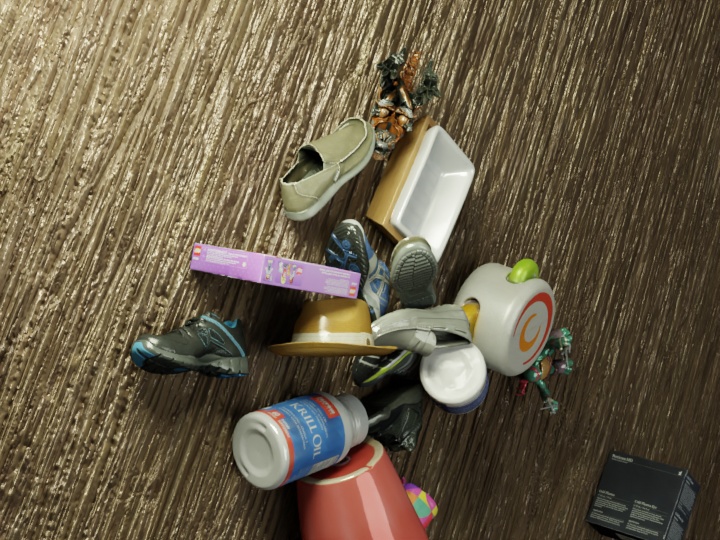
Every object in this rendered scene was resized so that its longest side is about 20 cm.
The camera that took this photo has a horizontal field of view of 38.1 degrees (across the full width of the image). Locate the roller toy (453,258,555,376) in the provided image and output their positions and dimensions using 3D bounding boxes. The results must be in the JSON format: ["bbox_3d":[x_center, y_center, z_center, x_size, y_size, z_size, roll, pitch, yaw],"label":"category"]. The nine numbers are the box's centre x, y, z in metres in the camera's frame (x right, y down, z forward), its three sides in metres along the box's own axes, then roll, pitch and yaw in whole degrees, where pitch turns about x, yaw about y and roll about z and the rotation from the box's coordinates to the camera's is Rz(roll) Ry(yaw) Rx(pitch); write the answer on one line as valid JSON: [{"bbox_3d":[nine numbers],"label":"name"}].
[{"bbox_3d":[0.249,0.087,1.879,0.201,0.139,0.183,-52,142,-22],"label":"roller toy"}]

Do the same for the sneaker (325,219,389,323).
[{"bbox_3d":[0.000,0.000,1.620,0.077,0.075,0.202,-50,142,-40],"label":"sneaker"}]

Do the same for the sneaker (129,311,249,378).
[{"bbox_3d":[-0.226,0.095,1.373,0.199,0.073,0.083,15,70,-56],"label":"sneaker"}]

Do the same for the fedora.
[{"bbox_3d":[-0.040,0.083,1.503,0.200,0.199,0.083,7,80,-50],"label":"fedora"}]

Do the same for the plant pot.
[{"bbox_3d":[-0.010,0.368,1.599,0.200,0.199,0.179,-29,110,-43],"label":"plant pot"}]

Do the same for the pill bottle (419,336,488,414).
[{"bbox_3d":[0.162,0.184,1.775,0.200,0.110,0.112,59,49,-73],"label":"pill bottle"}]

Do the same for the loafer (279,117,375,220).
[{"bbox_3d":[-0.048,-0.160,1.517,0.201,0.075,0.070,-54,138,-28],"label":"loafer"}]

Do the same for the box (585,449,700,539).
[{"bbox_3d":[0.655,0.539,2.417,0.104,0.199,0.184,43,66,-44],"label":"box"}]

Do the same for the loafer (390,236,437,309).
[{"bbox_3d":[0.076,-0.003,1.611,0.201,0.074,0.070,84,-8,-64],"label":"loafer"}]

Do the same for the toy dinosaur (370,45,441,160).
[{"bbox_3d":[0.055,-0.268,1.613,0.101,0.136,0.202,5,61,-14],"label":"toy dinosaur"}]

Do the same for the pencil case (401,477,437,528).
[{"bbox_3d":[0.048,0.450,1.759,0.200,0.088,0.089,-47,131,-36],"label":"pencil case"}]

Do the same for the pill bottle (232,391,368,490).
[{"bbox_3d":[-0.082,0.241,1.531,0.199,0.111,0.114,-13,107,-49],"label":"pill bottle"}]

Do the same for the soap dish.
[{"bbox_3d":[0.097,-0.126,1.695,0.157,0.081,0.202,40,67,-47],"label":"soap dish"}]

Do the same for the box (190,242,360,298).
[{"bbox_3d":[-0.113,0.001,1.423,0.199,0.136,0.040,12,89,-51],"label":"box"}]

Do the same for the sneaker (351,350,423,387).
[{"bbox_3d":[0.061,0.149,1.720,0.199,0.073,0.082,-30,123,-42],"label":"sneaker"}]

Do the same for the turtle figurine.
[{"bbox_3d":[0.374,0.192,2.085,0.200,0.100,0.151,-32,137,-60],"label":"turtle figurine"}]

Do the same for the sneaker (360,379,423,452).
[{"bbox_3d":[0.040,0.260,1.711,0.199,0.076,0.116,-19,105,-53],"label":"sneaker"}]

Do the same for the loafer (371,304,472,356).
[{"bbox_3d":[0.093,0.099,1.632,0.198,0.070,0.070,-8,149,-31],"label":"loafer"}]
